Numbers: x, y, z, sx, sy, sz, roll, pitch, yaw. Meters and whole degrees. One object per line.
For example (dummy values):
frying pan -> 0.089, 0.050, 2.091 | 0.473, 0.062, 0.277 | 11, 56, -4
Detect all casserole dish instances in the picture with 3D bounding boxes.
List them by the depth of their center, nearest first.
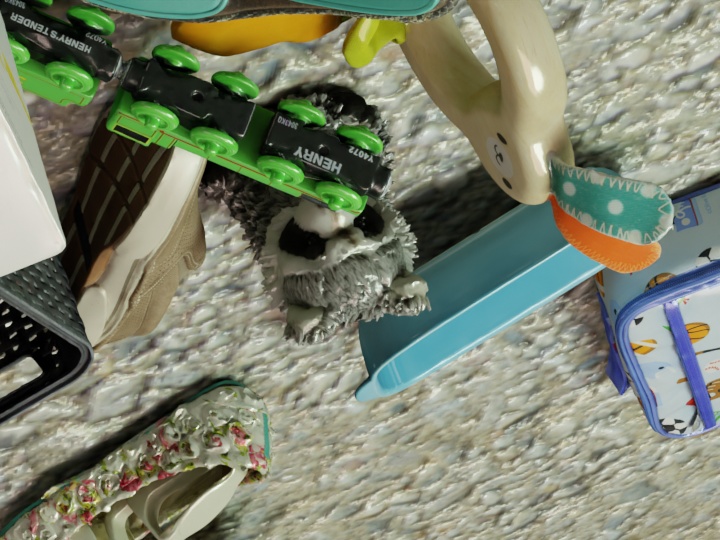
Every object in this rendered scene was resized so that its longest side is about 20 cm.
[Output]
casserole dish -> 0.074, 0.003, 1.546 | 0.200, 0.039, 0.121 | -31, 169, -2

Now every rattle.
rattle -> 0.034, -0.061, 1.283 | 0.143, 0.200, 0.130 | -30, -172, -34

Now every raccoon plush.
raccoon plush -> 0.000, 0.000, 1.435 | 0.097, 0.134, 0.200 | -29, 149, 9

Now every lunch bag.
lunch bag -> 0.217, 0.025, 1.683 | 0.160, 0.076, 0.200 | -22, 149, 3

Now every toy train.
toy train -> -0.081, -0.072, 1.272 | 0.200, 0.042, 0.056 | 24, 160, -11

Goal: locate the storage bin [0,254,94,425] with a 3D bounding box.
storage bin -> -0.233, 0.006, 1.333 | 0.135, 0.094, 0.200 | -30, 148, 13

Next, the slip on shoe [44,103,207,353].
slip on shoe -> -0.103, -0.022, 1.391 | 0.061, 0.076, 0.200 | 2, 145, -24

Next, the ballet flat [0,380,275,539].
ballet flat -> -0.130, 0.136, 1.634 | 0.200, 0.064, 0.076 | -36, 148, 22

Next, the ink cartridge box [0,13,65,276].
ink cartridge box -> -0.210, -0.087, 1.119 | 0.128, 0.200, 0.125 | -22, 132, -1

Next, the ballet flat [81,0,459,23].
ballet flat -> -0.045, -0.142, 1.229 | 0.200, 0.075, 0.068 | 5, 118, 13
